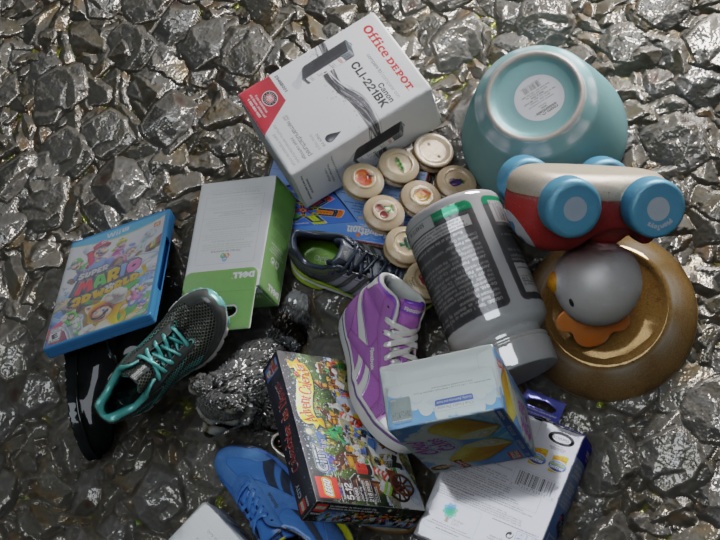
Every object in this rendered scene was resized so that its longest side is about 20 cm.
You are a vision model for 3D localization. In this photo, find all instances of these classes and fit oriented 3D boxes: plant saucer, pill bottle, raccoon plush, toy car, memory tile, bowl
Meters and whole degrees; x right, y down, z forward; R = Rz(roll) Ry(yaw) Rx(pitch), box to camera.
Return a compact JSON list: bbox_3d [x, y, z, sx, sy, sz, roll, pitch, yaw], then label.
[{"bbox_3d":[0.276,0.045,1.518,0.199,0.035,0.202,-5,70,12],"label":"plant saucer"},{"bbox_3d":[0.133,0.023,1.470,0.113,0.113,0.201,-22,72,6],"label":"pill bottle"},{"bbox_3d":[-0.131,0.098,1.547,0.096,0.134,0.201,6,73,16],"label":"raccoon plush"},{"bbox_3d":[0.237,-0.012,1.452,0.176,0.184,0.201,0,102,-11],"label":"toy car"},{"bbox_3d":[0.082,-0.065,1.582,0.153,0.017,0.201,-22,65,-22],"label":"memory tile"},{"bbox_3d":[0.207,-0.181,1.578,0.199,0.105,0.202,-5,70,14],"label":"bowl"}]

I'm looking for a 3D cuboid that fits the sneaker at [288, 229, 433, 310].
[{"bbox_3d":[0.000,0.000,1.578,0.199,0.081,0.074,12,75,18],"label":"sneaker"}]

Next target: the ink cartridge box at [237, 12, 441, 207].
[{"bbox_3d":[-0.023,-0.195,1.638,0.199,0.084,0.145,-32,61,-5],"label":"ink cartridge box"}]

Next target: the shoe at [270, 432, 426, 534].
[{"bbox_3d":[-0.017,0.233,1.515,0.199,0.053,0.070,26,79,21],"label":"shoe"}]

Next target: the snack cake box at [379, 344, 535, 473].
[{"bbox_3d":[0.100,0.143,1.357,0.114,0.200,0.068,-14,67,12],"label":"snack cake box"}]

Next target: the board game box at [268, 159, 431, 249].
[{"bbox_3d":[-0.022,-0.086,1.648,0.199,0.019,0.104,10,72,17],"label":"board game box"}]

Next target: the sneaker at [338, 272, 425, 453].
[{"bbox_3d":[0.037,0.093,1.484,0.114,0.072,0.201,-50,47,38],"label":"sneaker"}]

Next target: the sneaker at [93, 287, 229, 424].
[{"bbox_3d":[-0.222,0.103,1.506,0.078,0.091,0.200,42,108,1],"label":"sneaker"}]

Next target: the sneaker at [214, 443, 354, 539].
[{"bbox_3d":[-0.099,0.265,1.503,0.200,0.078,0.066,37,123,22],"label":"sneaker"}]

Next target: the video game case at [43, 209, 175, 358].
[{"bbox_3d":[-0.298,0.012,1.623,0.142,0.018,0.201,-18,37,15],"label":"video game case"}]

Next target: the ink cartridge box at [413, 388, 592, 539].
[{"bbox_3d":[0.162,0.223,1.461,0.136,0.076,0.201,20,79,21],"label":"ink cartridge box"}]

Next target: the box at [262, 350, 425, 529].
[{"bbox_3d":[-0.020,0.182,1.467,0.038,0.136,0.201,-54,39,35],"label":"box"}]

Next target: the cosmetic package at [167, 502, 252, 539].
[{"bbox_3d":[-0.194,0.369,1.498,0.113,0.081,0.200,40,83,21],"label":"cosmetic package"}]

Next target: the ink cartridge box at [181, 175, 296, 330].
[{"bbox_3d":[-0.146,-0.008,1.597,0.103,0.059,0.201,-5,62,23],"label":"ink cartridge box"}]

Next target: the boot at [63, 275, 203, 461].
[{"bbox_3d":[-0.266,0.115,1.616,0.161,0.073,0.199,-12,70,4],"label":"boot"}]
